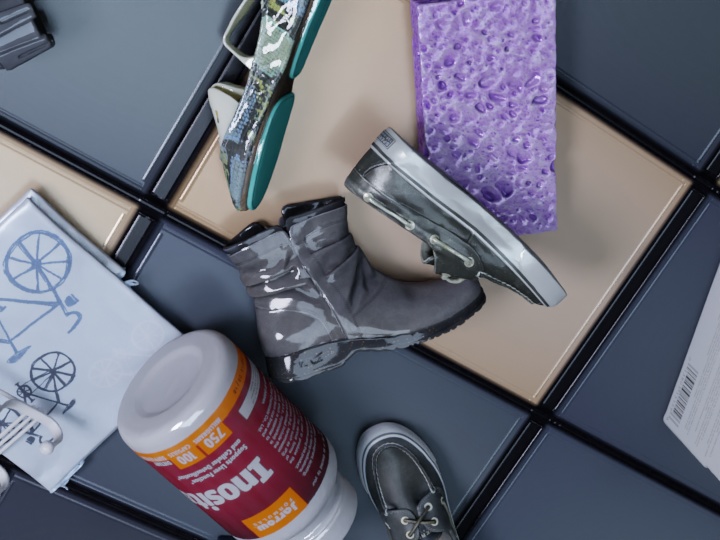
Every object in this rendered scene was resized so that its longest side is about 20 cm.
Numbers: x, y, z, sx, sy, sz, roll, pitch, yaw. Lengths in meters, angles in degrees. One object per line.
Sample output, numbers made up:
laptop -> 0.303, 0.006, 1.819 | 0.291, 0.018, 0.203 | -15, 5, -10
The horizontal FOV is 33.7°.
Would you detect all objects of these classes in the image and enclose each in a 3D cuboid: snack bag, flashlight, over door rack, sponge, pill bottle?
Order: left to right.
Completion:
over door rack -> -0.352, 0.121, 0.906 | 0.148, 0.067, 0.200 | -39, 117, 18
flashlight -> -0.314, -0.135, 0.836 | 0.199, 0.068, 0.068 | -24, 112, -2
snack bag -> -0.253, 0.062, 0.950 | 0.189, 0.021, 0.200 | -43, 116, 7
pill bottle -> -0.091, 0.149, 0.960 | 0.113, 0.113, 0.200 | -39, 121, 4
sponge -> 0.100, -0.122, 0.950 | 0.111, 0.030, 0.201 | -8, 112, -8

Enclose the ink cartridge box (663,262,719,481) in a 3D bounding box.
ink cartridge box -> 0.336, 0.080, 0.998 | 0.043, 0.174, 0.201 | 10, 108, -15

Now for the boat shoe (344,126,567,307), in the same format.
boat shoe -> 0.075, -0.027, 0.931 | 0.200, 0.071, 0.064 | 39, 99, -15

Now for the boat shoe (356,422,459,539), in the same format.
boat shoe -> 0.055, 0.225, 1.057 | 0.068, 0.057, 0.201 | -24, 114, -2

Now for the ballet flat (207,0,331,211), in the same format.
ballet flat -> -0.076, -0.145, 0.892 | 0.074, 0.074, 0.201 | 17, 104, -17

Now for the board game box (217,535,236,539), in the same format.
board game box -> -0.077, 0.340, 1.085 | 0.135, 0.035, 0.201 | 6, 109, -14

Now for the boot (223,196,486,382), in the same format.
boot -> 0.000, 0.000, 0.957 | 0.199, 0.070, 0.132 | -18, 101, -17
